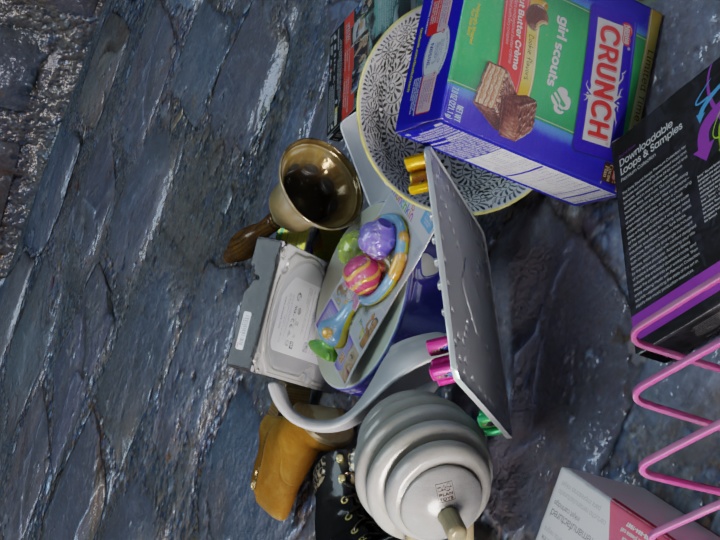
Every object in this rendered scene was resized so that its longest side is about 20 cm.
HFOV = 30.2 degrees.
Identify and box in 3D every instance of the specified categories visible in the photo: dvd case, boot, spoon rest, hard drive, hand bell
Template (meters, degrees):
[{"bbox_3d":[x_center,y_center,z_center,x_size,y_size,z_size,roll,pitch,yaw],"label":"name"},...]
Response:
[{"bbox_3d":[0.018,-0.252,1.489,0.200,0.022,0.147,-40,42,52],"label":"dvd case"},{"bbox_3d":[0.003,0.246,1.314,0.200,0.073,0.152,132,144,-52],"label":"boot"},{"bbox_3d":[-0.069,0.215,1.494,0.201,0.070,0.146,-145,67,-67],"label":"boot"},{"bbox_3d":[0.016,0.107,1.247,0.099,0.198,0.061,42,-148,-74],"label":"spoon rest"},{"bbox_3d":[-0.067,0.053,1.445,0.037,0.200,0.141,11,82,25],"label":"hard drive"},{"bbox_3d":[-0.094,-0.052,1.455,0.200,0.103,0.105,-35,45,47],"label":"hand bell"}]

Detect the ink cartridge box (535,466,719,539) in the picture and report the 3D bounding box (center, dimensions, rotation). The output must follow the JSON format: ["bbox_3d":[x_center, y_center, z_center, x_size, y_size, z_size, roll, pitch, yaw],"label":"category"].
[{"bbox_3d":[0.175,0.263,0.938,0.145,0.084,0.202,29,101,65],"label":"ink cartridge box"}]

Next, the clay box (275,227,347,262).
[{"bbox_3d":[-0.064,0.015,1.531,0.047,0.115,0.202,10,83,26],"label":"clay box"}]

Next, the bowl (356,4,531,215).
[{"bbox_3d":[0.094,-0.152,1.273,0.094,0.199,0.203,-110,38,-88],"label":"bowl"}]

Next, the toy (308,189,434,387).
[{"bbox_3d":[0.000,0.000,1.308,0.201,0.047,0.115,-64,29,21],"label":"toy"}]

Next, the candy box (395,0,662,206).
[{"bbox_3d":[0.144,-0.166,1.120,0.077,0.199,0.171,-5,70,59],"label":"candy box"}]

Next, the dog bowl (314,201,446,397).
[{"bbox_3d":[0.032,0.034,1.369,0.200,0.078,0.202,-42,39,47],"label":"dog bowl"}]

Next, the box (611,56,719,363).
[{"bbox_3d":[0.257,-0.049,1.016,0.143,0.036,0.202,-40,42,48],"label":"box"}]

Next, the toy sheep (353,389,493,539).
[{"bbox_3d":[0.057,0.180,1.180,0.139,0.137,0.200,-66,28,14],"label":"toy sheep"}]

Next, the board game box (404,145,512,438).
[{"bbox_3d":[0.085,0.025,1.137,0.026,0.200,0.202,-12,66,14],"label":"board game box"}]

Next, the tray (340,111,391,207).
[{"bbox_3d":[0.073,-0.154,1.375,0.199,0.022,0.108,-30,71,28],"label":"tray"}]

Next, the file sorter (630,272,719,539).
[{"bbox_3d":[0.252,0.114,0.825,0.139,0.124,0.202,-41,41,49],"label":"file sorter"}]
